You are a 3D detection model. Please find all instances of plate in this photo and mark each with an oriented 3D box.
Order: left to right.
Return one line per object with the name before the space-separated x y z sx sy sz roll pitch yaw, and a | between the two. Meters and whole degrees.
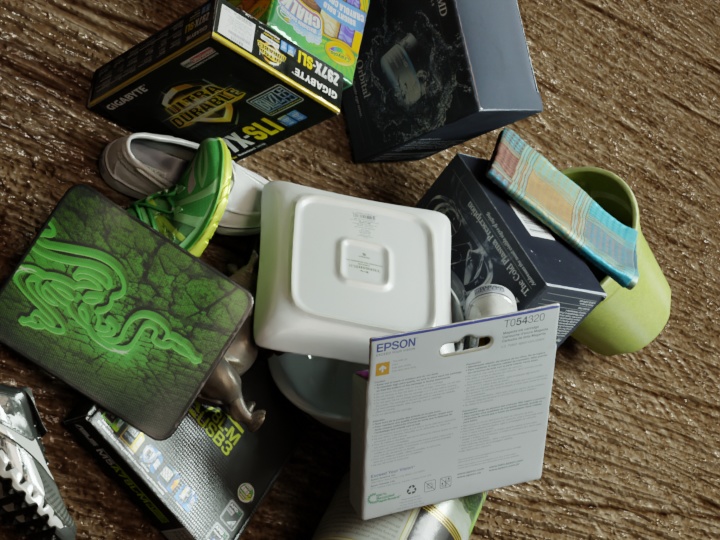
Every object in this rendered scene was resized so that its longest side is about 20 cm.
plate | 0.000 0.000 1.406 0.199 0.032 0.201 10 52 -13

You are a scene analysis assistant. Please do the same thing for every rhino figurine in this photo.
rhino figurine | -0.111 0.055 1.384 0.087 0.060 0.201 35 49 -21

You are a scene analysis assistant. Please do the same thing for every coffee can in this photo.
coffee can | 0.040 0.251 1.471 0.146 0.146 0.200 48 49 -23

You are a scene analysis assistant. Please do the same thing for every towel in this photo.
towel | 0.223 -0.069 1.573 0.200 0.022 0.147 39 24 -6

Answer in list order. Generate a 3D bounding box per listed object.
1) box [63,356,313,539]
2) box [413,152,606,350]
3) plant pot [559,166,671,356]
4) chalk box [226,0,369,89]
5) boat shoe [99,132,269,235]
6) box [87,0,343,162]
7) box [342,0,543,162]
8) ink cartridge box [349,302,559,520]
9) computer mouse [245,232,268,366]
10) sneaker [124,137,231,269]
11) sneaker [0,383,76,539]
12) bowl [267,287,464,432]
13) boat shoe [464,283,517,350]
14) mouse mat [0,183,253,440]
box | -0.157 0.145 1.382 0.200 0.047 0.193 53 49 -19
box | 0.129 0.012 1.556 0.104 0.182 0.200 8 40 -42
plant pot | 0.285 0.007 1.778 0.184 0.200 0.201 42 51 -42
chalk box | -0.081 -0.249 1.525 0.124 0.125 0.201 33 55 -33
boat shoe | -0.154 -0.085 1.424 0.199 0.065 0.074 12 70 -31
box | -0.139 -0.172 1.390 0.159 0.200 0.050 26 59 -37
box | 0.076 -0.242 1.623 0.117 0.200 0.198 -7 82 -45
ink cartridge box | 0.086 0.125 1.364 0.196 0.043 0.201 -9 118 -21
computer mouse | -0.097 0.015 1.498 0.058 0.034 0.201 15 74 -31
sneaker | -0.185 -0.041 1.349 0.083 0.074 0.200 33 88 -20
sneaker | -0.295 0.145 1.232 0.200 0.066 0.091 53 50 -16
bowl | 0.012 0.091 1.466 0.091 0.200 0.202 74 32 -49
boat shoe | 0.139 0.114 1.451 0.070 0.071 0.201 -89 174 -57
mouse mat | -0.215 0.037 1.300 0.200 0.008 0.161 33 76 -5
